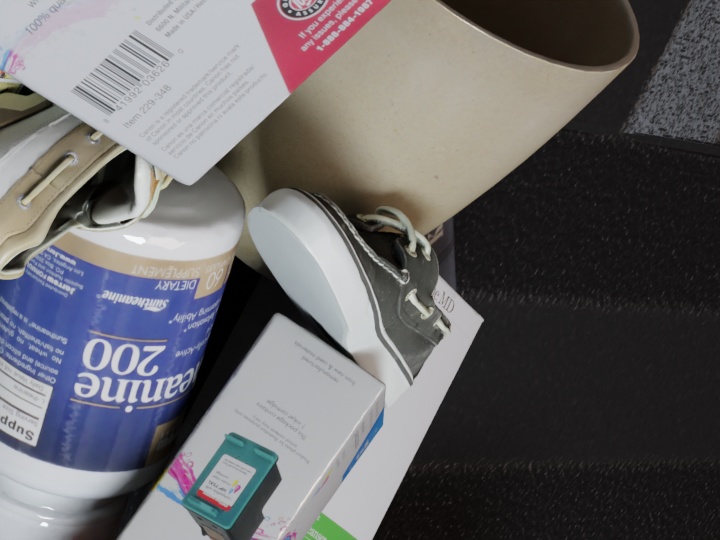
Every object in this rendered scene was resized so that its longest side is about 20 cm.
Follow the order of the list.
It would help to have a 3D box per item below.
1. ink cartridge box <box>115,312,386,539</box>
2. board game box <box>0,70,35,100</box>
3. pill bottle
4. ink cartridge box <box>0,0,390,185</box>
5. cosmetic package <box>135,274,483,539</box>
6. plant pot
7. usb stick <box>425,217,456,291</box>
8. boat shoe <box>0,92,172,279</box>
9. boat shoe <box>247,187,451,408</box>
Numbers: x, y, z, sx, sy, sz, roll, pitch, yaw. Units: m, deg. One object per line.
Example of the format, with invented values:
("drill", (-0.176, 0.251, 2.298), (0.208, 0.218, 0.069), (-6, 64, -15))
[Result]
("ink cartridge box", (-0.070, 0.128, 1.223), (0.200, 0.067, 0.116), (-55, 173, -10))
("board game box", (-0.193, -0.039, 1.112), (0.105, 0.023, 0.200), (-27, 157, -52))
("pill bottle", (-0.135, 0.040, 1.225), (0.111, 0.111, 0.200), (-10, 128, -46))
("ink cartridge box", (-0.099, -0.146, 1.004), (0.200, 0.086, 0.148), (34, 124, -28))
("cosmetic package", (-0.028, 0.080, 1.359), (0.200, 0.085, 0.108), (-62, 144, -10))
("plant pot", (0.007, -0.091, 1.257), (0.187, 0.187, 0.200), (-5, 139, -49))
("usb stick", (0.031, -0.041, 1.441), (0.055, 0.033, 0.200), (-34, 142, -26))
("boat shoe", (-0.116, -0.051, 1.106), (0.200, 0.068, 0.075), (-32, 161, -42))
("boat shoe", (0.000, 0.000, 1.197), (0.064, 0.071, 0.200), (-44, 157, -7))
